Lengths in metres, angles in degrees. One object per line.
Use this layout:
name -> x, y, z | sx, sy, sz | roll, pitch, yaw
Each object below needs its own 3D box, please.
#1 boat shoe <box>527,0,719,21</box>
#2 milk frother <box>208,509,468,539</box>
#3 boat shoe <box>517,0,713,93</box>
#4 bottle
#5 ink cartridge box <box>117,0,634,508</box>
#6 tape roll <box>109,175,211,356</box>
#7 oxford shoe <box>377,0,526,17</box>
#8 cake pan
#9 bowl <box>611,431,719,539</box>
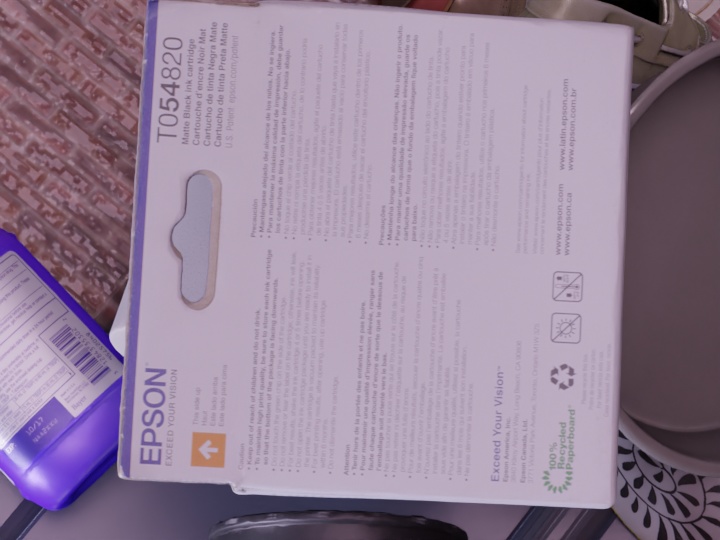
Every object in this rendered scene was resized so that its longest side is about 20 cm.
boat shoe -> 0.095, -0.116, 1.105 | 0.200, 0.062, 0.075 | -24, 68, -25
milk frother -> 0.030, 0.214, 0.972 | 0.199, 0.181, 0.189 | 1, 74, 0
boat shoe -> 0.124, -0.105, 0.990 | 0.072, 0.200, 0.062 | 37, 114, 17
bottle -> -0.188, 0.021, 1.044 | 0.084, 0.065, 0.200 | -44, 86, -12
ink cartridge box -> 0.007, -0.007, 0.874 | 0.199, 0.041, 0.200 | 4, 84, -4
tape roll -> 0.000, 0.000, 1.000 | 0.202, 0.203, 0.140 | 19, 78, -2
oxford shoe -> 0.067, -0.196, 1.064 | 0.075, 0.070, 0.201 | 24, 74, -26
cake pan -> 0.168, -0.009, 0.968 | 0.200, 0.037, 0.201 | -6, 103, -28
bowl -> 0.211, 0.055, 1.069 | 0.200, 0.094, 0.201 | 1, 79, -5
